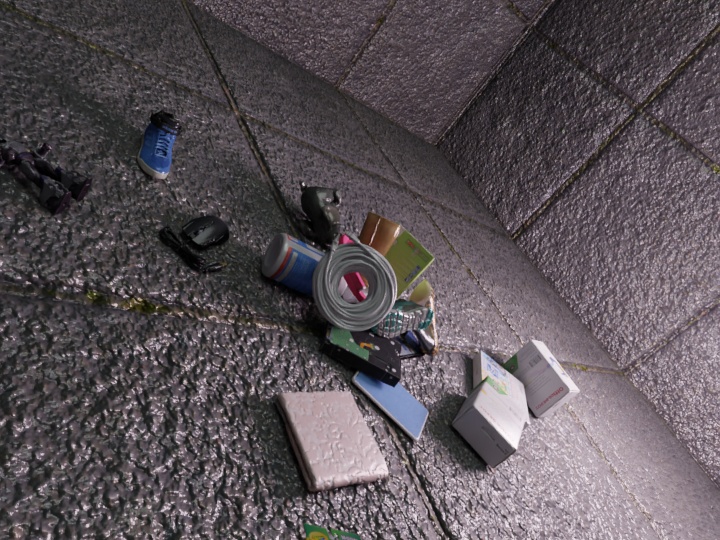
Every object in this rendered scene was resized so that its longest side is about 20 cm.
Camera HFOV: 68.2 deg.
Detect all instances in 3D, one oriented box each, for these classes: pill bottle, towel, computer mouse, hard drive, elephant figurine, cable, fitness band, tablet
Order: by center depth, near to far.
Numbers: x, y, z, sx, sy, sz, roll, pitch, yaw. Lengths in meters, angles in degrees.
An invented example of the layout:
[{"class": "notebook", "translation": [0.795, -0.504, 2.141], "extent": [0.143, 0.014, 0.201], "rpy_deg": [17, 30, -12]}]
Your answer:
[{"class": "towel", "translation": [-0.053, 0.312, 0.994], "extent": [0.199, 0.032, 0.192], "rpy_deg": [14, 36, -46]}, {"class": "computer mouse", "translation": [-0.334, -0.068, 1.186], "extent": [0.140, 0.046, 0.200], "rpy_deg": [44, 25, 9]}, {"class": "tablet", "translation": [0.071, 0.292, 1.227], "extent": [0.200, 0.014, 0.130], "rpy_deg": [44, 25, 3]}, {"class": "cable", "translation": [-0.016, 0.038, 1.232], "extent": [0.199, 0.201, 0.069], "rpy_deg": [33, -12, -7]}, {"class": "hard drive", "translation": [0.005, 0.181, 1.256], "extent": [0.199, 0.038, 0.140], "rpy_deg": [30, 26, -11]}, {"class": "pill bottle", "translation": [-0.131, -0.001, 1.295], "extent": [0.199, 0.112, 0.113], "rpy_deg": [27, 28, -28]}, {"class": "fitness band", "translation": [0.000, 0.000, 1.348], "extent": [0.202, 0.037, 0.143], "rpy_deg": [64, 24, 8]}, {"class": "computer mouse", "translation": [0.046, 0.092, 1.407], "extent": [0.198, 0.044, 0.110], "rpy_deg": [24, 48, -18]}, {"class": "elephant figurine", "translation": [-0.106, -0.142, 1.560], "extent": [0.153, 0.142, 0.202], "rpy_deg": [1, 56, -14]}]

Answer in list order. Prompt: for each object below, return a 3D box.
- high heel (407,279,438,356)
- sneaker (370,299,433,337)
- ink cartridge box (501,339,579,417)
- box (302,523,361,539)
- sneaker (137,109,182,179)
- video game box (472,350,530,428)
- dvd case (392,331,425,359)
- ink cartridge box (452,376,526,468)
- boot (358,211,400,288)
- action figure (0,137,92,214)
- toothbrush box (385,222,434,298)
[{"class": "high heel", "translation": [0.187, 0.134, 1.488], "extent": [0.143, 0.071, 0.201], "rpy_deg": [56, 34, -35]}, {"class": "sneaker", "translation": [0.088, 0.114, 1.348], "extent": [0.198, 0.078, 0.091], "rpy_deg": [0, 23, -36]}, {"class": "ink cartridge box", "translation": [0.575, 0.348, 1.707], "extent": [0.087, 0.146, 0.201], "rpy_deg": [16, 34, -45]}, {"class": "box", "translation": [-0.038, 0.467, 0.747], "extent": [0.117, 0.048, 0.201], "rpy_deg": [27, 31, -27]}, {"class": "sneaker", "translation": [-0.485, -0.317, 1.295], "extent": [0.076, 0.111, 0.201], "rpy_deg": [23, 31, -34]}, {"class": "video game box", "translation": [0.415, 0.355, 1.584], "extent": [0.182, 0.047, 0.200], "rpy_deg": [41, 24, -7]}, {"class": "dvd case", "translation": [0.084, 0.178, 1.425], "extent": [0.199, 0.018, 0.143], "rpy_deg": [5, 44, -54]}, {"class": "ink cartridge box", "translation": [0.332, 0.380, 1.356], "extent": [0.145, 0.088, 0.200], "rpy_deg": [45, 23, 10]}, {"class": "boot", "translation": [-0.008, -0.066, 1.452], "extent": [0.174, 0.202, 0.066], "rpy_deg": [24, 2, -10]}, {"class": "action figure", "translation": [-0.605, -0.196, 0.979], "extent": [0.199, 0.070, 0.130], "rpy_deg": [36, 30, -4]}, {"class": "toothbrush box", "translation": [0.092, -0.012, 1.512], "extent": [0.146, 0.200, 0.086], "rpy_deg": [43, 2, 7]}]
